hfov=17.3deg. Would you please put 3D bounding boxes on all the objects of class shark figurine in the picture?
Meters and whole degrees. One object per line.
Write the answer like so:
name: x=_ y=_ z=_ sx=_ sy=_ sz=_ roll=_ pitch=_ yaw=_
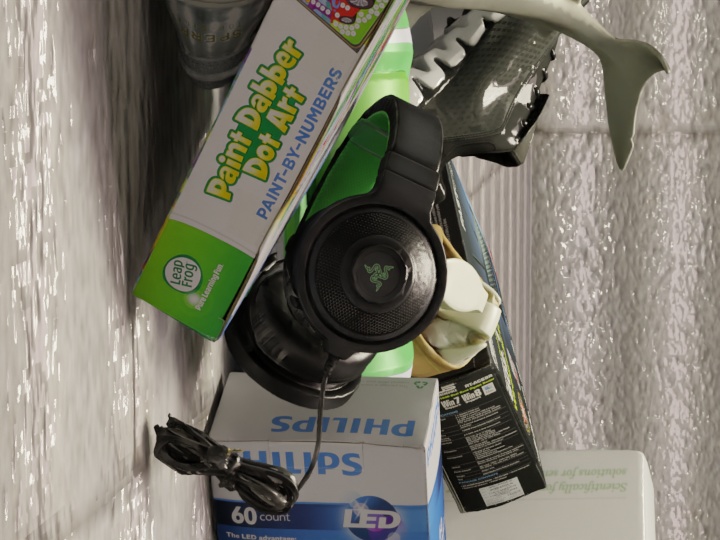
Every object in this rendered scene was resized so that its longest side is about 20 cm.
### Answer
shark figurine: x=0.060 y=-0.136 z=1.256 sx=0.090 sy=0.214 sz=0.128 roll=-51 pitch=-140 yaw=22

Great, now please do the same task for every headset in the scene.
headset: x=-0.024 y=0.010 z=1.011 sx=0.124 sy=0.093 sz=0.201 roll=-45 pitch=-155 yaw=54

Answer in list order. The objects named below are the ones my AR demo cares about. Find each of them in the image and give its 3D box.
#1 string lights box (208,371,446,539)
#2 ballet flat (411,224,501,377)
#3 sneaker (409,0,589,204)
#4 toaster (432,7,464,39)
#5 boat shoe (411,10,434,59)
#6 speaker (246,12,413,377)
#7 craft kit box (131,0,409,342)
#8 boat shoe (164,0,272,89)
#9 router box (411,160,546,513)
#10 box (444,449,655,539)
string lights box: x=-0.011 y=0.149 z=1.124 sx=0.059 sy=0.102 sz=0.201 roll=-74 pitch=163 yaw=-58
ballet flat: x=0.042 y=0.019 z=1.265 sx=0.200 sy=0.063 sz=0.069 roll=40 pitch=66 yaw=-66
sneaker: x=0.078 y=-0.109 z=1.353 sx=0.091 sy=0.200 sz=0.066 roll=53 pitch=-14 yaw=-8
toaster: x=0.055 y=-0.183 z=1.508 sx=0.200 sy=0.118 sz=0.182 roll=28 pitch=63 yaw=-82
boat shoe: x=0.007 y=-0.191 z=1.366 sx=0.068 sy=0.071 sz=0.201 roll=41 pitch=-39 yaw=51
speaker: x=-0.016 y=-0.031 z=1.136 sx=0.088 sy=0.088 sz=0.202 roll=-45 pitch=136 yaw=-79
craft kit box: x=-0.009 y=-0.099 z=0.949 sx=0.198 sy=0.048 sz=0.200 roll=-58 pitch=-177 yaw=30
boat shoe: x=-0.041 y=-0.157 z=1.007 sx=0.203 sy=0.074 sz=0.065 roll=-74 pitch=169 yaw=-50
router box: x=0.055 y=0.028 z=1.491 sx=0.150 sy=0.062 sz=0.201 roll=62 pitch=13 yaw=-52
box: x=0.098 y=0.229 z=1.575 sx=0.171 sy=0.197 sz=0.202 roll=55 pitch=34 yaw=-75
